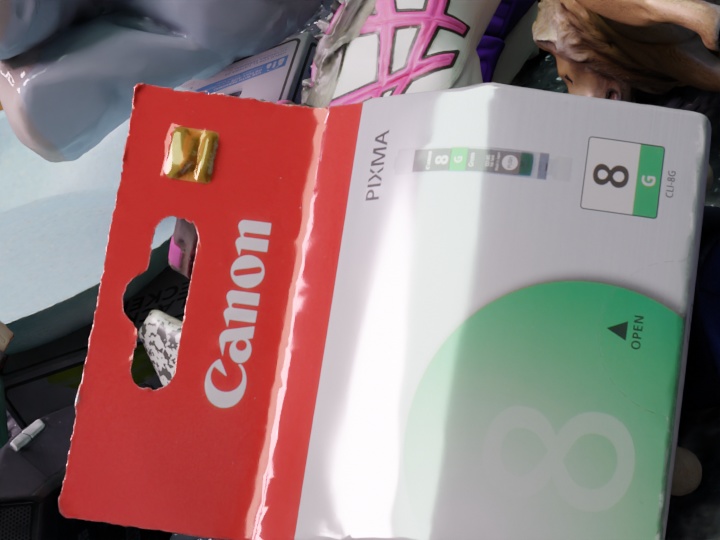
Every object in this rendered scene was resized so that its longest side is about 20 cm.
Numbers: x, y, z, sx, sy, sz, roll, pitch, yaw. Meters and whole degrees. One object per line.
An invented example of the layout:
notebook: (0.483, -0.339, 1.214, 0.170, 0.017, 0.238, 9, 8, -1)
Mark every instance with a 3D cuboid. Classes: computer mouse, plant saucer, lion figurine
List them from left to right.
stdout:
computer mouse: (-0.120, 0.070, 0.895, 0.046, 0.141, 0.200, 3, 25, 19)
plant saucer: (-0.138, -0.011, 1.081, 0.200, 0.039, 0.201, -15, 29, 9)
lion figurine: (0.109, -0.109, 1.022, 0.122, 0.200, 0.073, 24, 79, 22)

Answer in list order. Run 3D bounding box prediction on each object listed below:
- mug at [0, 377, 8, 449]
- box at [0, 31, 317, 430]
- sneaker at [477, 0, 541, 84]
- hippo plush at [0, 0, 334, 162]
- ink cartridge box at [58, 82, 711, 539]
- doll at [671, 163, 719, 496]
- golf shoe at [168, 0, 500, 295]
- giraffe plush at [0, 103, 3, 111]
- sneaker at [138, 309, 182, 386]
mug: (-0.214, 0.105, 1.008, 0.151, 0.115, 0.185, 2, 13, 14)
box: (-0.072, -0.008, 1.136, 0.116, 0.060, 0.201, -17, 33, 26)
sneaker: (0.026, -0.111, 1.151, 0.069, 0.100, 0.201, -7, 38, 40)
hippo plush: (-0.093, -0.155, 1.094, 0.199, 0.160, 0.161, -17, 30, -7)
ink cartridge box: (0.009, 0.015, 0.876, 0.199, 0.050, 0.162, 8, 72, 1)
doll: (0.122, 0.018, 0.917, 0.199, 0.048, 0.137, -12, 52, 34)
golf shoe: (0.015, -0.054, 0.977, 0.092, 0.073, 0.200, 30, 62, 8)
giraffe plush: (-0.188, -0.078, 1.234, 0.161, 0.201, 0.173, -25, 26, -9)
sneaker: (0.000, 0.000, 1.001, 0.199, 0.089, 0.077, -34, -5, -4)
